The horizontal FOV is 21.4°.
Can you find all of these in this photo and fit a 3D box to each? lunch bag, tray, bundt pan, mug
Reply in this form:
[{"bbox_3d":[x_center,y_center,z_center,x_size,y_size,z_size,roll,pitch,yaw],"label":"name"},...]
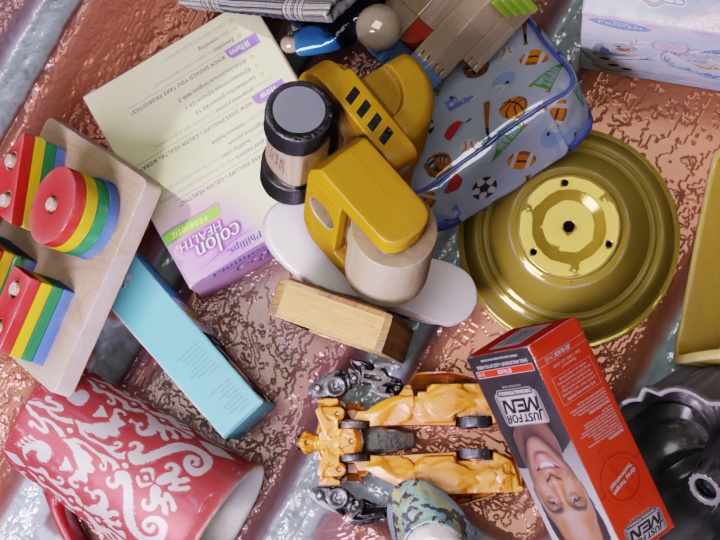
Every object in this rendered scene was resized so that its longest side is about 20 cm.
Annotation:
[{"bbox_3d":[0.100,-0.137,1.679,0.199,0.076,0.161,-32,44,0],"label":"lunch bag"},{"bbox_3d":[-0.013,0.044,1.630,0.098,0.200,0.037,18,88,8],"label":"tray"},{"bbox_3d":[0.309,0.164,1.601,0.202,0.202,0.076,47,54,9],"label":"bundt pan"},{"bbox_3d":[-0.214,0.194,1.674,0.199,0.133,0.178,32,86,12],"label":"mug"}]

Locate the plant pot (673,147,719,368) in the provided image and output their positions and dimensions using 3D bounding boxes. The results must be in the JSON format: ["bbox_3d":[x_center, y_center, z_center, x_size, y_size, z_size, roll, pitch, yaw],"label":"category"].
[{"bbox_3d":[0.395,0.000,1.604,0.199,0.194,0.197,12,85,-2],"label":"plant pot"}]

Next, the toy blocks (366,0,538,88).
[{"bbox_3d":[0.056,-0.228,1.682,0.137,0.100,0.200,-46,47,6],"label":"toy blocks"}]

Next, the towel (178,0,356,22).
[{"bbox_3d":[-0.039,-0.293,1.671,0.192,0.035,0.200,13,52,42],"label":"towel"}]

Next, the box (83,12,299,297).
[{"bbox_3d":[-0.118,-0.108,1.711,0.175,0.097,0.201,-31,81,2],"label":"box"}]

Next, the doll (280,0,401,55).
[{"bbox_3d":[-0.025,-0.245,1.681,0.137,0.048,0.200,-47,40,-1],"label":"doll"}]

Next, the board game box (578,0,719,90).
[{"bbox_3d":[0.288,-0.198,1.625,0.199,0.199,0.044,10,85,7],"label":"board game box"}]

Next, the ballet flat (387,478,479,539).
[{"bbox_3d":[0.082,0.274,1.634,0.074,0.074,0.201,-27,100,3],"label":"ballet flat"}]

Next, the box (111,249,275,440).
[{"bbox_3d":[-0.163,0.061,1.705,0.049,0.082,0.200,-42,82,0],"label":"box"}]

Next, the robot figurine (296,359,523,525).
[{"bbox_3d":[0.043,0.151,1.685,0.199,0.058,0.146,-1,83,5],"label":"robot figurine"}]

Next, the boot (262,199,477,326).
[{"bbox_3d":[0.000,0.000,1.663,0.199,0.090,0.073,26,79,-10],"label":"boot"}]

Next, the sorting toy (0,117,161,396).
[{"bbox_3d":[-0.284,-0.023,1.663,0.200,0.069,0.200,31,98,51],"label":"sorting toy"}]

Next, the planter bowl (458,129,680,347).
[{"bbox_3d":[0.184,-0.034,1.677,0.199,0.083,0.202,-1,83,6],"label":"planter bowl"}]

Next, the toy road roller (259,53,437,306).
[{"bbox_3d":[0.015,-0.087,1.563,0.146,0.123,0.200,-33,73,-18],"label":"toy road roller"}]

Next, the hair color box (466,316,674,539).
[{"bbox_3d":[0.178,0.145,1.621,0.061,0.101,0.201,-30,96,-29],"label":"hair color box"}]
